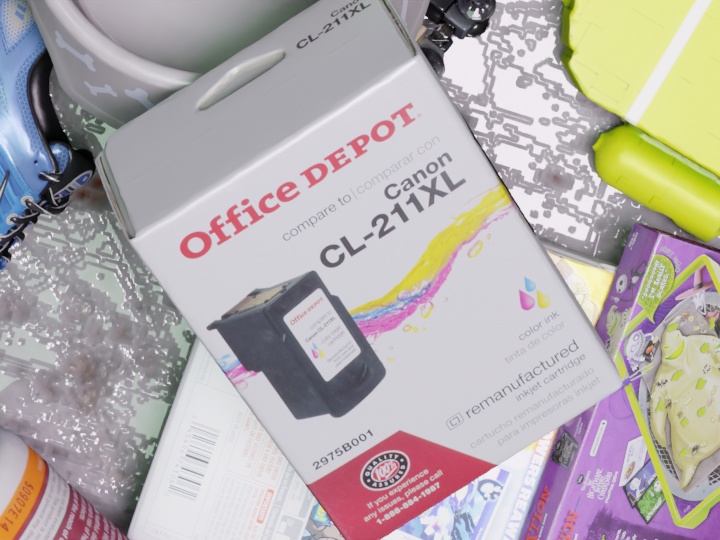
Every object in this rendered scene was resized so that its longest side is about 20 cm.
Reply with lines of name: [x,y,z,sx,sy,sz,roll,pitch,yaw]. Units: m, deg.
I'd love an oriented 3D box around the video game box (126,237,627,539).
video game box: [0.008,0.061,1.317,0.181,0.047,0.201,20,97,-1]

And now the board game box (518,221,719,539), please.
board game box: [0.147,0.088,1.311,0.120,0.032,0.201,16,97,-31]

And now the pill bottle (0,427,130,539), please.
pill bottle: [-0.131,0.178,1.285,0.114,0.114,0.200,-44,108,5]

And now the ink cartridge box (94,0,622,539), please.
ink cartridge box: [0.000,0.000,1.207,0.145,0.083,0.200,-32,123,4]

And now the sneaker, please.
sneaker: [-0.170,-0.034,1.284,0.089,0.079,0.201,10,97,0]

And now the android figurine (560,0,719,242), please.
android figurine: [0.175,-0.109,1.299,0.199,0.041,0.183,29,97,-5]

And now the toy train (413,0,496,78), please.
toy train: [0.007,-0.084,1.276,0.046,0.034,0.200,37,75,4]

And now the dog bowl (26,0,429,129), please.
dog bowl: [-0.062,-0.155,1.245,0.199,0.059,0.201,0,77,-1]
